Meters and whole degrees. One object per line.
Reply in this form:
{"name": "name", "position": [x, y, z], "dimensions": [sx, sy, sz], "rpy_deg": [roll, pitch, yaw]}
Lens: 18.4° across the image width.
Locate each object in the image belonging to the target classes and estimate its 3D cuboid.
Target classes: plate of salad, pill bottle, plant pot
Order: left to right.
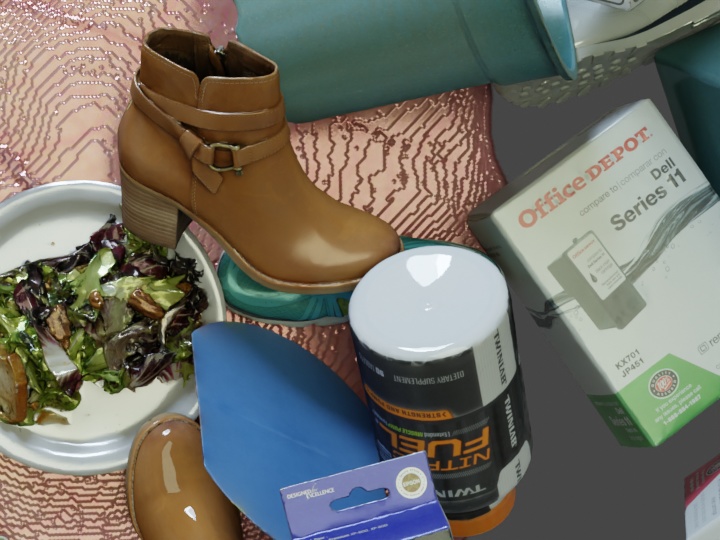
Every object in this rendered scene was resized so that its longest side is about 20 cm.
{"name": "plate of salad", "position": [-0.190, 0.039, 1.497], "dimensions": [0.199, 0.048, 0.201], "rpy_deg": [0, 91, -2]}
{"name": "plant pot", "position": [0.021, -0.194, 1.467], "dimensions": [0.195, 0.200, 0.201], "rpy_deg": [-16, 91, 14]}
{"name": "pill bottle", "position": [0.058, 0.088, 1.476], "dimensions": [0.106, 0.106, 0.200], "rpy_deg": [-21, 134, -9]}
{"name": "plant pot", "position": [0.317, -0.095, 1.496], "dimensions": [0.141, 0.200, 0.142], "rpy_deg": [-24, 110, -9]}

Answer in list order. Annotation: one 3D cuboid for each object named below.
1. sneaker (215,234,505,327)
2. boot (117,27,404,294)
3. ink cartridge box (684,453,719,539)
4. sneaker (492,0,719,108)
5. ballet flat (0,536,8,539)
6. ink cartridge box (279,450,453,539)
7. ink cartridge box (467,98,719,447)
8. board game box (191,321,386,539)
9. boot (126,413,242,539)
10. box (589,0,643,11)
{"name": "sneaker", "position": [0.000, 0.000, 1.518], "dimensions": [0.199, 0.080, 0.078], "rpy_deg": [0, 88, -1]}
{"name": "boot", "position": [-0.059, -0.074, 1.436], "dimensions": [0.199, 0.156, 0.077], "rpy_deg": [18, 41, 7]}
{"name": "ink cartridge box", "position": [0.320, 0.136, 1.504], "dimensions": [0.200, 0.148, 0.086], "rpy_deg": [-39, 93, 13]}
{"name": "sneaker", "position": [0.175, -0.181, 1.565], "dimensions": [0.200, 0.076, 0.081], "rpy_deg": [-24, 80, -13]}
{"name": "ballet flat", "position": [-0.273, 0.179, 1.490], "dimensions": [0.065, 0.070, 0.201], "rpy_deg": [-24, 96, -36]}
{"name": "ink cartridge box", "position": [0.021, 0.216, 1.331], "dimensions": [0.094, 0.037, 0.201], "rpy_deg": [-14, 86, -6]}
{"name": "ink cartridge box", "position": [0.191, 0.001, 1.549], "dimensions": [0.146, 0.083, 0.200], "rpy_deg": [-37, 93, -9]}
{"name": "board game box", "position": [-0.056, 0.124, 1.475], "dimensions": [0.158, 0.200, 0.039], "rpy_deg": [27, 123, -31]}
{"name": "boot", "position": [-0.094, 0.198, 1.446], "dimensions": [0.076, 0.155, 0.201], "rpy_deg": [-7, 96, -18]}
{"name": "box", "position": [0.210, -0.271, 1.501], "dimensions": [0.200, 0.060, 0.117], "rpy_deg": [-39, 136, -38]}
